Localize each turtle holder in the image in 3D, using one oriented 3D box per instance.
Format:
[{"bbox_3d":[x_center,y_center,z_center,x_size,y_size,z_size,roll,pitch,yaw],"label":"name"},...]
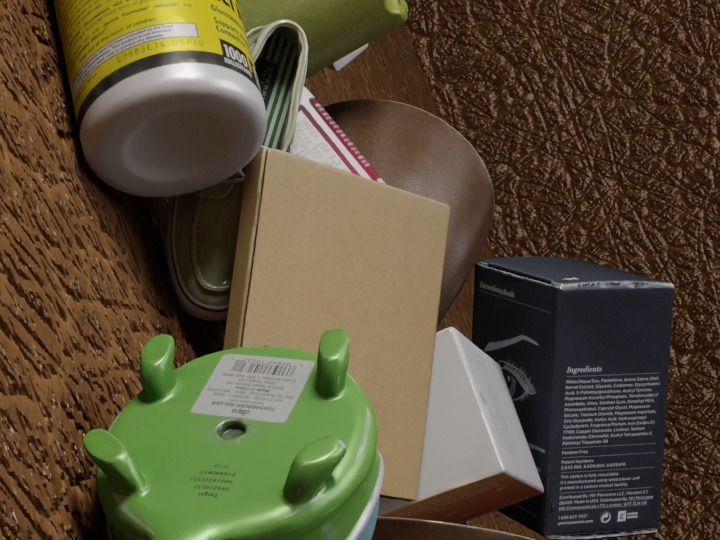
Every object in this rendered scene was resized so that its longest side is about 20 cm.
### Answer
[{"bbox_3d":[-0.052,0.124,0.898,0.186,0.141,0.132,-114,-166,-55],"label":"turtle holder"}]

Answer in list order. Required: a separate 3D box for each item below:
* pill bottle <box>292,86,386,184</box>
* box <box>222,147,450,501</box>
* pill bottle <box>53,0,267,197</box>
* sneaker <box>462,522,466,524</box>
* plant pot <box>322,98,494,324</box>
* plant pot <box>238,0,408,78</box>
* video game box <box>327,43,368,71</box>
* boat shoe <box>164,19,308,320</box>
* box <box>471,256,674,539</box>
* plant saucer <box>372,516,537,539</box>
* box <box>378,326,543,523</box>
[{"bbox_3d":[-0.053,-0.059,1.273,0.200,0.110,0.110,50,9,2],"label":"pill bottle"},{"bbox_3d":[-0.015,0.038,1.170,0.163,0.021,0.200,16,76,-41],"label":"box"},{"bbox_3d":[-0.130,-0.155,1.145,0.112,0.112,0.200,54,17,-57],"label":"pill bottle"},{"bbox_3d":[0.061,0.134,1.487,0.200,0.116,0.076,58,18,7],"label":"sneaker"},{"bbox_3d":[0.000,0.000,1.427,0.200,0.187,0.187,-75,145,-50],"label":"plant pot"},{"bbox_3d":[-0.071,-0.217,1.409,0.200,0.184,0.200,-21,90,-80],"label":"plant pot"},{"bbox_3d":[-0.096,-0.277,1.575,0.182,0.047,0.200,33,-22,49],"label":"video game box"},{"bbox_3d":[-0.079,-0.068,1.179,0.062,0.072,0.200,141,-39,-73],"label":"boat shoe"},{"bbox_3d":[0.162,0.096,1.463,0.148,0.104,0.200,-158,-110,-66],"label":"box"},{"bbox_3d":[0.041,0.192,1.159,0.200,0.200,0.037,50,43,-63],"label":"plant saucer"},{"bbox_3d":[0.032,0.128,1.320,0.200,0.152,0.106,37,33,-72],"label":"box"}]
